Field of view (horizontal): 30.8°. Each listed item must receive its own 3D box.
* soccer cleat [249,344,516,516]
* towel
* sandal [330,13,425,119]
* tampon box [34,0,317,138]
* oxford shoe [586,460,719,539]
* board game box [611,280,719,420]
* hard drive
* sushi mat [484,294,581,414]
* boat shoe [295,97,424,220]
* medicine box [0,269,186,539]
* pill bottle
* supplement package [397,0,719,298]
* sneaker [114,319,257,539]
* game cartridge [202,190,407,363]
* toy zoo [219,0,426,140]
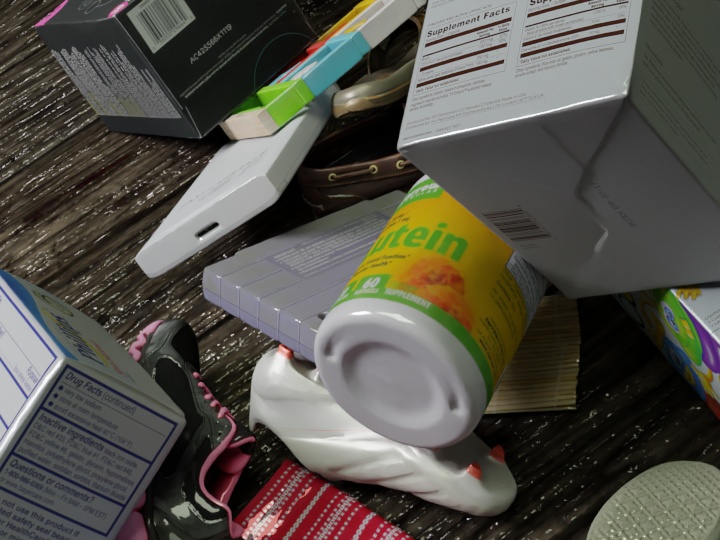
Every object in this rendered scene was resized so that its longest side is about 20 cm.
[{"bbox_3d":[0.012,0.115,0.861,0.198,0.078,0.069,27,22,23],"label":"soccer cleat"},{"bbox_3d":[-0.024,0.211,0.811,0.199,0.023,0.145,25,62,39],"label":"towel"},{"bbox_3d":[0.034,-0.179,1.073,0.080,0.055,0.200,-17,14,38],"label":"sandal"},{"bbox_3d":[-0.167,-0.213,1.152,0.150,0.127,0.199,-45,28,-20],"label":"tampon box"},{"bbox_3d":[0.159,0.183,0.735,0.074,0.058,0.200,1,35,32],"label":"oxford shoe"},{"bbox_3d":[0.229,0.000,0.834,0.104,0.104,0.201,-29,44,-3],"label":"board game box"},{"bbox_3d":[-0.090,-0.077,1.025,0.131,0.027,0.201,-30,18,26],"label":"hard drive"},{"bbox_3d":[0.057,0.063,0.917,0.197,0.012,0.096,-6,46,19],"label":"sushi mat"},{"bbox_3d":[0.042,-0.104,1.039,0.198,0.071,0.071,-29,43,-5],"label":"boat shoe"},{"bbox_3d":[-0.233,0.127,0.854,0.201,0.103,0.182,-57,35,-1],"label":"medicine box"},{"bbox_3d":[0.060,0.004,0.828,0.110,0.112,0.201,7,43,28],"label":"pill bottle"},{"bbox_3d":[0.145,-0.120,0.749,0.146,0.191,0.202,-8,59,39],"label":"supplement package"},{"bbox_3d":[-0.113,0.114,0.897,0.094,0.079,0.202,-16,48,13],"label":"sneaker"},{"bbox_3d":[0.000,0.000,0.934,0.199,0.039,0.129,-24,32,-39],"label":"game cartridge"},{"bbox_3d":[-0.023,-0.179,1.072,0.200,0.021,0.131,-42,16,-13],"label":"toy zoo"}]
